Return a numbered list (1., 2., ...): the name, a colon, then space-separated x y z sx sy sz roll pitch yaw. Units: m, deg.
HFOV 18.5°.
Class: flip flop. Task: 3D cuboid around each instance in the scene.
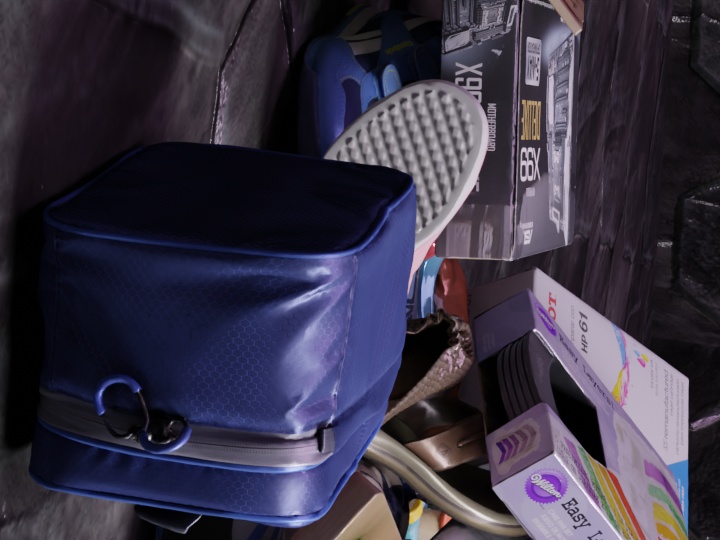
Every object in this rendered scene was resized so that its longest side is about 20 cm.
1. flip flop: 0.043 0.100 1.348 0.058 0.200 0.081 -52 -158 7

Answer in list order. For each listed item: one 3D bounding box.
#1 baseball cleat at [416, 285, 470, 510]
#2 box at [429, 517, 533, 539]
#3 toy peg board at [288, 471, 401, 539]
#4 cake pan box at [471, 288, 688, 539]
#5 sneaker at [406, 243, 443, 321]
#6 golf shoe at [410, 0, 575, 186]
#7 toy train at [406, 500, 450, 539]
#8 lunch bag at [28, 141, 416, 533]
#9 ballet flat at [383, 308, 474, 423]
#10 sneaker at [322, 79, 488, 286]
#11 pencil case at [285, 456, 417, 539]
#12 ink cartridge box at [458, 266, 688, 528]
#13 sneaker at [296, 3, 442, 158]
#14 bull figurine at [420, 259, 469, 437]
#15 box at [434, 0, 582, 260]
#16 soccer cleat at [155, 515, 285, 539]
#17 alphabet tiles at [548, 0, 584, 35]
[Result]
1. baseball cleat: 0.042 0.070 1.572 0.106 0.070 0.201 23 47 -41
2. box: 0.066 0.286 1.359 0.199 0.200 0.171 -48 173 12
3. toy peg board: -0.022 0.232 1.104 0.200 0.098 0.199 -46 157 -12
4. cake pan box: 0.141 0.130 1.387 0.200 0.052 0.184 51 17 -25
5. sneaker: 0.000 0.000 1.373 0.095 0.079 0.201 9 98 -48
6. golf shoe: 0.061 -0.115 1.479 0.201 0.097 0.078 65 8 22
7. toy train: 0.040 0.172 1.659 0.200 0.055 0.151 -19 116 -76
8. lunch bag: -0.056 0.032 0.925 0.200 0.135 0.133 -46 142 -69
9. ballet flat: 0.003 0.066 1.274 0.200 0.067 0.046 -23 152 -47
10. sneaker: 0.007 -0.024 1.224 0.201 0.075 0.105 -56 173 17
11. pencil case: -0.022 0.154 1.278 0.078 0.089 0.200 -55 173 10
12. ink cartridge box: 0.146 0.109 1.564 0.200 0.084 0.145 32 50 -39
13. sneaker: 0.013 -0.105 1.292 0.200 0.082 0.074 -58 155 -58
14. bull figurine: 0.038 0.031 1.493 0.121 0.065 0.201 56 30 -59
15. box: 0.091 -0.090 1.327 0.200 0.049 0.159 -10 102 -75
16. soccer cleat: -0.067 0.098 1.096 0.086 0.069 0.201 -50 153 -68
17. alphabet tiles: 0.068 -0.225 1.283 0.200 0.008 0.167 52 14 -8
